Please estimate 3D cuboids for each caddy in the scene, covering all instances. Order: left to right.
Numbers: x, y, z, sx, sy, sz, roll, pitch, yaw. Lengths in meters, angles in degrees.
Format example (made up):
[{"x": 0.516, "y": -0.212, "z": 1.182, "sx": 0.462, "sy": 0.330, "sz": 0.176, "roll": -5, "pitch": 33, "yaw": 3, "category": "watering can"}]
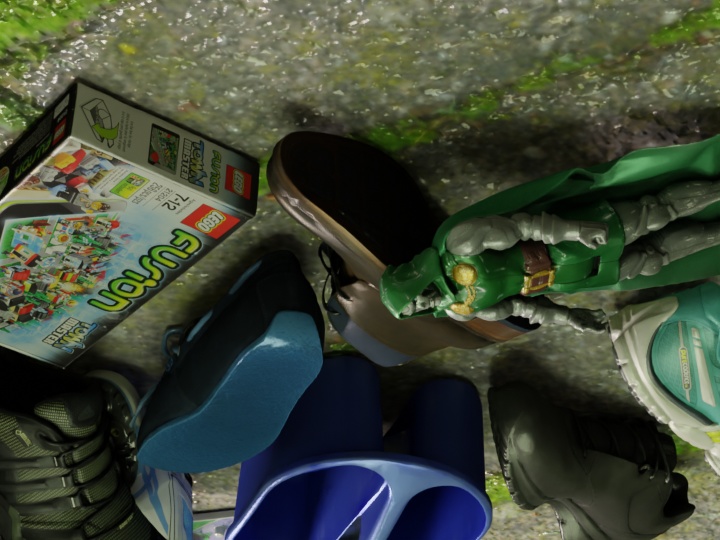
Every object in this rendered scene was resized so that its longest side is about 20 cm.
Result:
[{"x": -0.002, "y": 0.140, "z": 1.242, "sx": 0.141, "sy": 0.105, "sz": 0.200, "roll": 12, "pitch": 146, "yaw": -16, "category": "caddy"}]

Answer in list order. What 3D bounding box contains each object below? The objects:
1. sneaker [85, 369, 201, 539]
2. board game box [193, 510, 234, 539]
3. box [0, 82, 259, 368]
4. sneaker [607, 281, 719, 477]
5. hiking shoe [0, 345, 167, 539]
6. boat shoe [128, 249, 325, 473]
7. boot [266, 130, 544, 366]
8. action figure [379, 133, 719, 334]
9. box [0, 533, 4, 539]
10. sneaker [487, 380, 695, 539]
[{"x": -0.142, "y": 0.127, "z": 1.289, "sx": 0.072, "sy": 0.073, "sz": 0.201, "roll": 21, "pitch": 141, "yaw": 25, "category": "sneaker"}, {"x": -0.032, "y": 0.221, "z": 1.445, "sx": 0.199, "sy": 0.026, "sz": 0.200, "roll": -7, "pitch": 146, "yaw": 16, "category": "board game box"}, {"x": -0.152, "y": -0.018, "z": 1.079, "sx": 0.110, "sy": 0.035, "sz": 0.200, "roll": 23, "pitch": 142, "yaw": -28, "category": "box"}, {"x": 0.221, "y": 0.071, "z": 1.154, "sx": 0.079, "sy": 0.078, "sz": 0.200, "roll": -30, "pitch": 135, "yaw": 28, "category": "sneaker"}, {"x": -0.174, "y": 0.113, "z": 1.190, "sx": 0.200, "sy": 0.076, "sz": 0.101, "roll": 44, "pitch": 131, "yaw": -5, "category": "hiking shoe"}, {"x": -0.068, "y": 0.055, "z": 1.159, "sx": 0.084, "sy": 0.069, "sz": 0.200, "roll": 12, "pitch": 148, "yaw": -29, "category": "boat shoe"}, {"x": 0.000, "y": 0.000, "z": 1.059, "sx": 0.097, "sy": 0.075, "sz": 0.200, "roll": -26, "pitch": 139, "yaw": 33, "category": "boot"}, {"x": 0.104, "y": -0.010, "z": 1.003, "sx": 0.199, "sy": 0.055, "sz": 0.118, "roll": -13, "pitch": 137, "yaw": -11, "category": "action figure"}, {"x": -0.262, "y": 0.207, "z": 1.223, "sx": 0.123, "sy": 0.201, "sz": 0.198, "roll": -32, "pitch": 149, "yaw": 25, "category": "box"}, {"x": 0.139, "y": 0.112, "z": 1.235, "sx": 0.090, "sy": 0.076, "sz": 0.200, "roll": -22, "pitch": 147, "yaw": 18, "category": "sneaker"}]
